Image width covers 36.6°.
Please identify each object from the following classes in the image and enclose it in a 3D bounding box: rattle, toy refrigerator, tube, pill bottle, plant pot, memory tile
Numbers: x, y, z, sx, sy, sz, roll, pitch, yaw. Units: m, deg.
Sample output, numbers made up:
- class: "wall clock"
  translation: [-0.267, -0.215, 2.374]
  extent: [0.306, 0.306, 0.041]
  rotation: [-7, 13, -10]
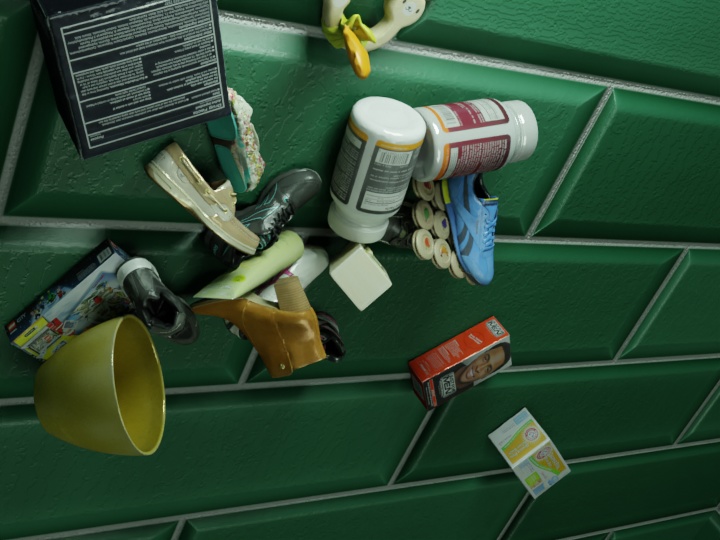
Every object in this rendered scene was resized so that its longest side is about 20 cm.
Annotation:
- class: "rattle"
  translation: [0.056, -0.346, 1.463]
  extent: [0.198, 0.143, 0.131]
  rotation: [-14, 117, -18]
- class: "toy refrigerator"
  translation: [0.000, 0.000, 1.706]
  extent: [0.070, 0.076, 0.200]
  rotation: [-40, -174, 3]
- class: "tube"
  translation: [-0.159, -0.001, 1.631]
  extent: [0.200, 0.052, 0.058]
  rotation: [-37, 170, -47]
- class: "pill bottle"
  translation: [0.018, -0.149, 1.638]
  extent: [0.115, 0.117, 0.201]
  rotation: [-7, 133, -32]
- class: "plant pot"
  translation: [-0.380, 0.172, 1.557]
  extent: [0.141, 0.201, 0.201]
  rotation: [-9, 140, 8]
- class: "memory tile"
  translation: [0.147, -0.068, 1.804]
  extent: [0.017, 0.155, 0.199]
  rotation: [-12, 157, 36]
- class: "pill bottle"
  translation: [0.169, -0.207, 1.696]
  extent: [0.198, 0.114, 0.115]
  rotation: [-11, 134, -28]

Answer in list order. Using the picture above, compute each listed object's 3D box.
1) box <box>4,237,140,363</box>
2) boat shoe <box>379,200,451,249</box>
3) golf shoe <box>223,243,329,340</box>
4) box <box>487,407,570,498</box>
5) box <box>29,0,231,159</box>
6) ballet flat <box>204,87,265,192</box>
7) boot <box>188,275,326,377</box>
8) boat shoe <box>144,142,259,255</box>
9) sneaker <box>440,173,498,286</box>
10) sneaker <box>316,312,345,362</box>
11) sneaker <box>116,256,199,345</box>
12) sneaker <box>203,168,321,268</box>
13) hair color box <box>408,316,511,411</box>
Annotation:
- class: "box"
  translation: [-0.396, 0.059, 1.588]
  extent: [0.200, 0.038, 0.137]
  rotation: [-40, 142, 3]
- class: "boat shoe"
  translation: [0.082, -0.069, 1.801]
  extent: [0.199, 0.066, 0.072]
  rotation: [2, 127, -38]
- class: "golf shoe"
  translation: [-0.127, 0.038, 1.730]
  extent: [0.199, 0.092, 0.073]
  rotation: [-35, 141, -6]
- class: "box"
  translation: [0.384, 0.415, 2.471]
  extent: [0.112, 0.102, 0.200]
  rotation: [-38, 141, 1]
- class: "box"
  translation: [-0.273, -0.267, 1.297]
  extent: [0.198, 0.124, 0.200]
  rotation: [-20, 137, -18]
- class: "ballet flat"
  translation: [-0.174, -0.194, 1.502]
  extent: [0.064, 0.075, 0.201]
  rotation: [-53, 155, -31]
- class: "boot"
  translation: [-0.158, 0.095, 1.651]
  extent: [0.199, 0.071, 0.145]
  rotation: [-11, 101, 20]
- class: "boat shoe"
  translation: [-0.206, -0.100, 1.519]
  extent: [0.200, 0.074, 0.069]
  rotation: [41, 89, -29]
- class: "sneaker"
  translation: [0.194, -0.074, 1.791]
  extent: [0.078, 0.202, 0.066]
  rotation: [-11, -172, 34]
- class: "sneaker"
  translation: [-0.094, 0.104, 1.822]
  extent: [0.199, 0.086, 0.081]
  rotation: [14, 117, -43]
- class: "sneaker"
  translation: [-0.283, 0.067, 1.580]
  extent: [0.066, 0.091, 0.200]
  rotation: [-33, 141, -4]
- class: "sneaker"
  translation: [-0.135, -0.074, 1.626]
  extent: [0.199, 0.079, 0.076]
  rotation: [-36, 141, -4]
- class: "hair color box"
  translation: [0.197, 0.183, 2.137]
  extent: [0.199, 0.061, 0.102]
  rotation: [-28, 139, -13]
